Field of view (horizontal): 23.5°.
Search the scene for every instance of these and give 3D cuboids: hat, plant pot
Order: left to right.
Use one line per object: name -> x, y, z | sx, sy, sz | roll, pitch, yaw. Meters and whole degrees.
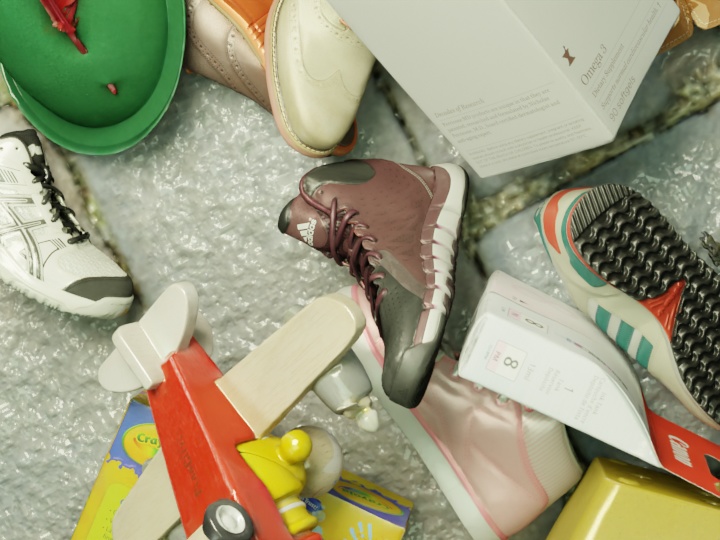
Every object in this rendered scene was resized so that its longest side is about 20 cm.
hat -> -0.219, -0.158, 1.059 | 0.165, 0.176, 0.201 | 13, 108, 28
plant pot -> 0.191, 0.222, 1.072 | 0.199, 0.200, 0.177 | 15, 92, 5

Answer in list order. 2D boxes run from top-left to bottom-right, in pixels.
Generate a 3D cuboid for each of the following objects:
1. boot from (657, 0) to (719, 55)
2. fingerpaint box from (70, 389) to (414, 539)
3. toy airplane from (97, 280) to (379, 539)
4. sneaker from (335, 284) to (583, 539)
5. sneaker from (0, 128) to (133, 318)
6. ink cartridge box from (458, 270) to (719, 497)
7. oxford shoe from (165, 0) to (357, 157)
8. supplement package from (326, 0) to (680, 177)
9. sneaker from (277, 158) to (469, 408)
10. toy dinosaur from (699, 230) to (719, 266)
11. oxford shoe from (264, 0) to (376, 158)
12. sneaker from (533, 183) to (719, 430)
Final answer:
boot -> 0.145, -0.201, 1.094 | 0.199, 0.074, 0.155 | -19, 103, 18
fingerpaint box -> -0.088, 0.193, 1.159 | 0.199, 0.073, 0.167 | 24, 99, 4
toy airplane -> -0.075, 0.104, 1.052 | 0.200, 0.141, 0.200 | 9, 90, 50
sneaker -> 0.071, 0.076, 1.128 | 0.104, 0.075, 0.201 | -33, 97, 11
sneaker -> -0.227, -0.046, 1.150 | 0.200, 0.076, 0.088 | 34, 99, 2
ink cartridge box -> 0.160, 0.071, 1.072 | 0.199, 0.163, 0.057 | 22, 100, 3
oxford shoe -> -0.079, -0.147, 1.136 | 0.073, 0.071, 0.200 | -38, 90, 33
supplement package -> 0.073, -0.172, 1.018 | 0.200, 0.117, 0.117 | 46, 56, -23
sneaker -> 0.000, 0.000, 1.075 | 0.115, 0.200, 0.076 | 13, 130, -1
toy dinosaur -> 0.272, -0.009, 1.111 | 0.088, 0.047, 0.201 | -27, 95, 2
oxford shoe -> -0.009, -0.170, 1.079 | 0.071, 0.074, 0.201 | 15, 77, -33
sneaker -> 0.185, 0.020, 1.112 | 0.070, 0.093, 0.200 | -47, 110, -11
